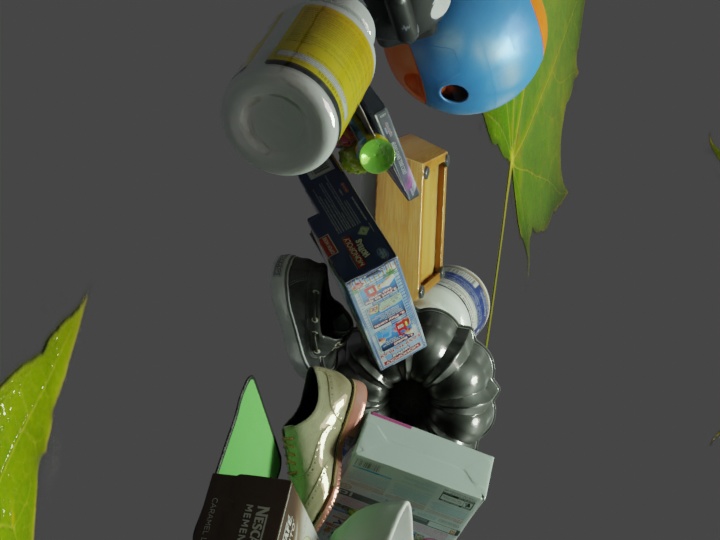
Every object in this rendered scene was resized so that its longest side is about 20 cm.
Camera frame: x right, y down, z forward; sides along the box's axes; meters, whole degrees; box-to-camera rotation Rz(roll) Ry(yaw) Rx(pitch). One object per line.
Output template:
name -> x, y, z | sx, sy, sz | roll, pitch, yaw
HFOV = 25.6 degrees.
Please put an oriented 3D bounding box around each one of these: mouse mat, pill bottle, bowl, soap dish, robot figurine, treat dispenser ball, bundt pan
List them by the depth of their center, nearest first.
pill bottle -> -0.049, -0.183, 1.481 | 0.200, 0.112, 0.112 | -64, 154, -51
bowl -> -0.005, 0.340, 1.542 | 0.200, 0.074, 0.200 | -63, 157, -57
mouse mat -> -0.117, 0.223, 1.543 | 0.161, 0.008, 0.200 | 77, 22, -47
robot figurine -> 0.030, -0.330, 1.715 | 0.125, 0.150, 0.200 | -49, 151, -18
bundt pan -> 0.054, 0.143, 1.753 | 0.076, 0.201, 0.202 | -65, 156, -76
treat dispenser ball -> 0.127, -0.290, 1.924 | 0.201, 0.200, 0.201 | 4, 90, -74
soap dish -> 0.055, -0.060, 1.946 | 0.157, 0.081, 0.200 | -34, 127, -71
pill bottle -> 0.098, 0.064, 2.078 | 0.200, 0.111, 0.111 | -36, 128, -70

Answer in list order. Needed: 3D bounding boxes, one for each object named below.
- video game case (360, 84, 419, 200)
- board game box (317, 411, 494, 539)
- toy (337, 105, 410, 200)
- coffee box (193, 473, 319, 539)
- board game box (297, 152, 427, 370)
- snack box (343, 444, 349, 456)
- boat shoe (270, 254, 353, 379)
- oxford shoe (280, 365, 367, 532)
video game case -> 0.004, -0.171, 1.683 | 0.143, 0.019, 0.200 | 56, -4, 26
board game box -> 0.039, 0.252, 1.724 | 0.200, 0.147, 0.064 | 117, -7, -47
toy -> -0.009, -0.135, 1.635 | 0.115, 0.047, 0.200 | 60, -4, -20
coffee box -> -0.093, 0.285, 1.484 | 0.200, 0.080, 0.115 | 72, 27, -56
board game box -> 0.000, 0.000, 1.658 | 0.200, 0.062, 0.200 | 59, -6, 44
snack box -> -0.015, 0.175, 1.859 | 0.072, 0.024, 0.200 | -56, 147, -64
boat shoe -> -0.041, 0.052, 1.659 | 0.200, 0.066, 0.070 | 76, 25, -49
oxford shoe -> -0.060, 0.196, 1.649 | 0.074, 0.071, 0.200 | 29, 65, -27
